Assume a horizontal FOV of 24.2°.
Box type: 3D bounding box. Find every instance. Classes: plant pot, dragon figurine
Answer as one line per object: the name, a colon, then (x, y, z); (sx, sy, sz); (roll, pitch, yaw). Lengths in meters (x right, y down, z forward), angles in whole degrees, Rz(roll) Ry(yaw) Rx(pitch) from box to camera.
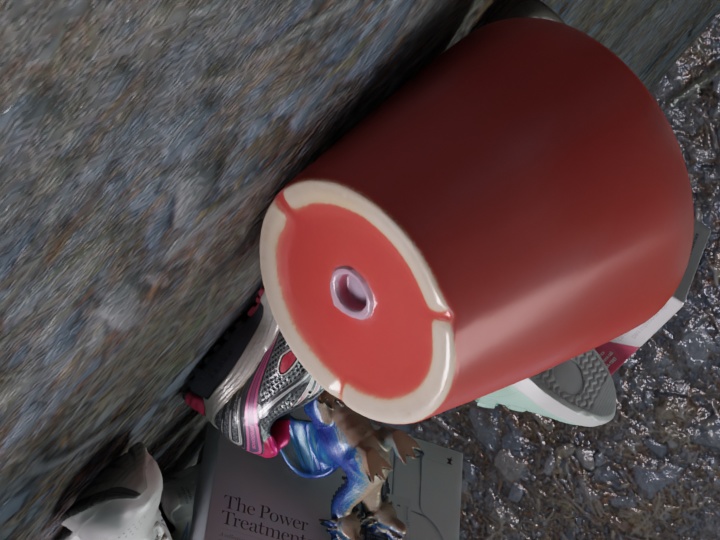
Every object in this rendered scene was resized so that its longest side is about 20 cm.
plant pot: (0.054, -0.018, 0.922); (0.177, 0.201, 0.201); (-30, 164, -37)
dragon figurine: (-0.023, 0.110, 1.178); (0.059, 0.200, 0.099); (-33, -179, -40)

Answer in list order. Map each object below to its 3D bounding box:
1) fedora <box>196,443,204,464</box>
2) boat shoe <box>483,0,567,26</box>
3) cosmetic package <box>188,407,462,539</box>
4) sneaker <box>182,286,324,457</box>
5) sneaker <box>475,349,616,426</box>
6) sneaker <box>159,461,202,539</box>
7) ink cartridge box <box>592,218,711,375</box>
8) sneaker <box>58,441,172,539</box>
fedora: (-0.072, 0.213, 1.397); (0.090, 0.176, 0.201); (-50, 162, -57)
boat shoe: (0.099, -0.115, 1.096); (0.074, 0.073, 0.200); (-38, 151, -11)
cosmetic package: (-0.024, 0.180, 1.247); (0.052, 0.199, 0.151); (125, -22, -44)
sneaker: (-0.032, 0.036, 1.095); (0.200, 0.075, 0.081); (-52, 173, 28)
sneaker: (0.087, 0.075, 1.253); (0.118, 0.200, 0.074); (-43, -153, 49)
sneaker: (-0.164, 0.205, 1.343); (0.086, 0.075, 0.200); (-14, 157, -33)
ink cartridge box: (0.136, -0.020, 1.259); (0.084, 0.199, 0.145); (-61, -177, -36)
sneaker: (-0.150, 0.178, 1.105); (0.074, 0.087, 0.200); (-43, 171, -27)
